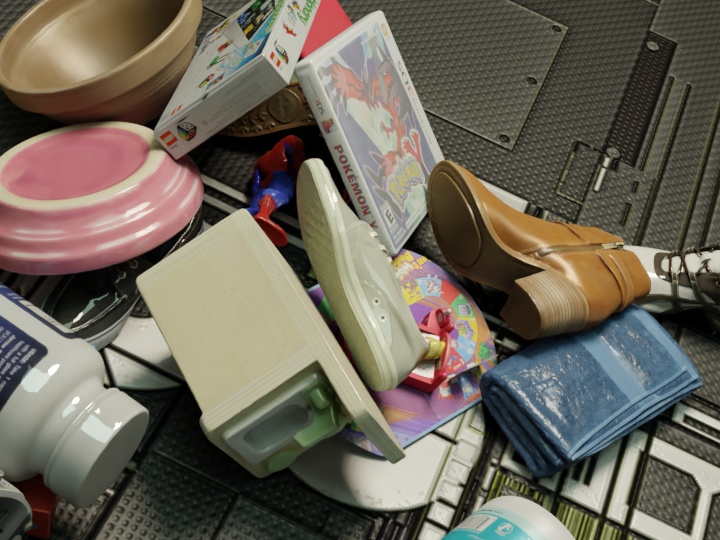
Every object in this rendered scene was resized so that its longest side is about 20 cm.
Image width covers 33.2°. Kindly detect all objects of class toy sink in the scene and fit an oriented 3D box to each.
[{"bbox_3d":[-0.071,0.079,0.927,0.112,0.130,0.200,-34,63,0],"label":"toy sink"}]

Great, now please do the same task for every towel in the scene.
[{"bbox_3d":[0.205,0.097,1.065,0.199,0.049,0.112,-23,65,-34],"label":"towel"}]

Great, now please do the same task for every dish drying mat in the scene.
[{"bbox_3d":[-0.030,-0.234,1.290,0.076,0.018,0.201,-14,58,-26],"label":"dish drying mat"}]

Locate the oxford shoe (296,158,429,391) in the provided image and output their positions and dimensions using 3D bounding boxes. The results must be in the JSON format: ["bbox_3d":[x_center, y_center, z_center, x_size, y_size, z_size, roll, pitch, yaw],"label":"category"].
[{"bbox_3d":[0.000,0.000,0.987,0.057,0.075,0.201,-19,78,-20],"label":"oxford shoe"}]

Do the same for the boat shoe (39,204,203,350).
[{"bbox_3d":[-0.198,-0.007,1.019,0.070,0.066,0.200,36,50,13],"label":"boat shoe"}]

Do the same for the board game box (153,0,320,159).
[{"bbox_3d":[-0.102,-0.187,1.056,0.035,0.126,0.200,49,29,-23],"label":"board game box"}]

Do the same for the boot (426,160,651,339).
[{"bbox_3d":[0.164,-0.031,1.102,0.155,0.077,0.200,-15,53,-36],"label":"boot"}]

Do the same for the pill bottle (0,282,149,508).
[{"bbox_3d":[-0.252,0.078,0.848,0.199,0.111,0.111,32,50,10],"label":"pill bottle"}]

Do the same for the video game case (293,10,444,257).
[{"bbox_3d":[0.018,-0.129,1.096,0.183,0.023,0.200,65,27,-15],"label":"video game case"}]

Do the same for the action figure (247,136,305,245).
[{"bbox_3d":[-0.077,-0.069,1.092,0.052,0.065,0.200,41,28,-19],"label":"action figure"}]

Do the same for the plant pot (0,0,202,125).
[{"bbox_3d":[-0.229,-0.193,1.119,0.200,0.093,0.201,-13,41,12],"label":"plant pot"}]

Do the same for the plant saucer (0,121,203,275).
[{"bbox_3d":[-0.234,-0.070,1.018,0.199,0.051,0.201,-5,34,3],"label":"plant saucer"}]

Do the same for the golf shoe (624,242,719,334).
[{"bbox_3d":[0.317,0.001,1.157,0.199,0.095,0.078,14,50,-4],"label":"golf shoe"}]

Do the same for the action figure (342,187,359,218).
[{"bbox_3d":[0.007,-0.044,1.129,0.065,0.052,0.201,20,51,-7],"label":"action figure"}]

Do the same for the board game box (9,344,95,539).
[{"bbox_3d":[-0.314,0.107,0.906,0.199,0.040,0.154,12,50,-8],"label":"board game box"}]

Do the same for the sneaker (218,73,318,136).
[{"bbox_3d":[-0.079,-0.168,1.195,0.199,0.068,0.090,-1,8,7],"label":"sneaker"}]

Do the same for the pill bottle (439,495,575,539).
[{"bbox_3d":[0.066,0.256,0.859,0.200,0.111,0.111,-30,66,-34],"label":"pill bottle"}]

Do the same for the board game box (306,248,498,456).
[{"bbox_3d":[0.036,0.057,1.032,0.199,0.039,0.158,-25,77,-34],"label":"board game box"}]

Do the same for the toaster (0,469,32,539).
[{"bbox_3d":[-0.320,0.185,0.775,0.129,0.114,0.200,36,87,18],"label":"toaster"}]
